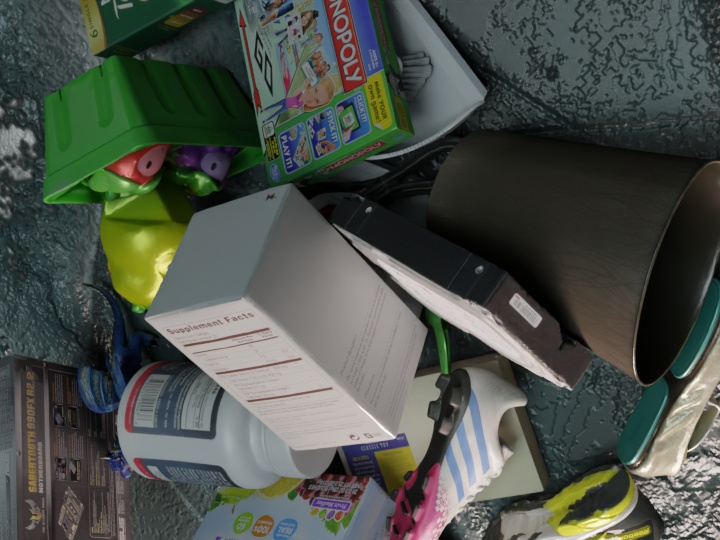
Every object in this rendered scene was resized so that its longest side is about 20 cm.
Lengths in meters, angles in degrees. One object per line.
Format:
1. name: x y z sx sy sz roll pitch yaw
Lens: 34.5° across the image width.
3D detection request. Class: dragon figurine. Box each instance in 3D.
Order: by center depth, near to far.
1. dragon figurine: -0.250 0.111 1.197 0.059 0.099 0.201 -13 102 28

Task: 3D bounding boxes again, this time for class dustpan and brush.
1. dustpan and brush: -0.005 -0.129 0.990 0.200 0.057 0.140 -46 66 29

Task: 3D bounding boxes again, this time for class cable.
1. cable: 0.015 -0.062 1.020 0.200 0.050 0.097 -37 69 13

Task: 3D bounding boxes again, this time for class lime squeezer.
1. lime squeezer: 0.099 0.026 1.025 0.071 0.038 0.201 41 110 27

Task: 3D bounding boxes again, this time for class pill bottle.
1. pill bottle: -0.126 0.150 1.130 0.199 0.119 0.120 0 108 32

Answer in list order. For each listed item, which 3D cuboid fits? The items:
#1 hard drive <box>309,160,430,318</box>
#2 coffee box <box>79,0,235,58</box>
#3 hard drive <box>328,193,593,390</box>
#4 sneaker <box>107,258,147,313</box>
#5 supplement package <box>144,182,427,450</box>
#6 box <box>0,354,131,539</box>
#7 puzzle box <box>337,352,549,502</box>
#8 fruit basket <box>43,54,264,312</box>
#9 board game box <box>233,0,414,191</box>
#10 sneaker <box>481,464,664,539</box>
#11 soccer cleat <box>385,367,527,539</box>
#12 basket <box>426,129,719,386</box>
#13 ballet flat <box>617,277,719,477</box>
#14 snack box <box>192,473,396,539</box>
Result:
1. hard drive: 0.000 0.000 1.064 0.131 0.025 0.201 23 109 17
2. coffee box: -0.170 -0.279 1.030 0.199 0.044 0.124 -18 82 30
3. hard drive: 0.075 0.014 0.911 0.038 0.140 0.200 -53 42 -4
4. sneaker: -0.166 0.031 1.157 0.200 0.070 0.090 35 146 3
5. supplement package: -0.055 0.044 0.957 0.117 0.117 0.200 -13 133 38
6. box: -0.305 0.197 1.175 0.048 0.158 0.201 -18 68 29
7. puzzle box: 0.067 0.159 1.104 0.199 0.025 0.134 -15 101 29
8. fruit basket: -0.176 -0.072 1.034 0.155 0.216 0.216 -22 98 30
9. board game box: -0.036 -0.180 0.977 0.134 0.029 0.201 -24 70 32
10. sneaker: 0.186 0.250 1.051 0.085 0.075 0.200 42 133 -15
11. soccer cleat: 0.088 0.182 1.033 0.086 0.070 0.201 14 108 -18
12. basket: 0.163 -0.031 0.911 0.199 0.136 0.181 25 120 32
13. ballet flat: 0.279 0.091 0.967 0.062 0.068 0.201 14 121 -12
14. snack box: -0.078 0.277 1.104 0.199 0.169 0.068 -5 137 45
